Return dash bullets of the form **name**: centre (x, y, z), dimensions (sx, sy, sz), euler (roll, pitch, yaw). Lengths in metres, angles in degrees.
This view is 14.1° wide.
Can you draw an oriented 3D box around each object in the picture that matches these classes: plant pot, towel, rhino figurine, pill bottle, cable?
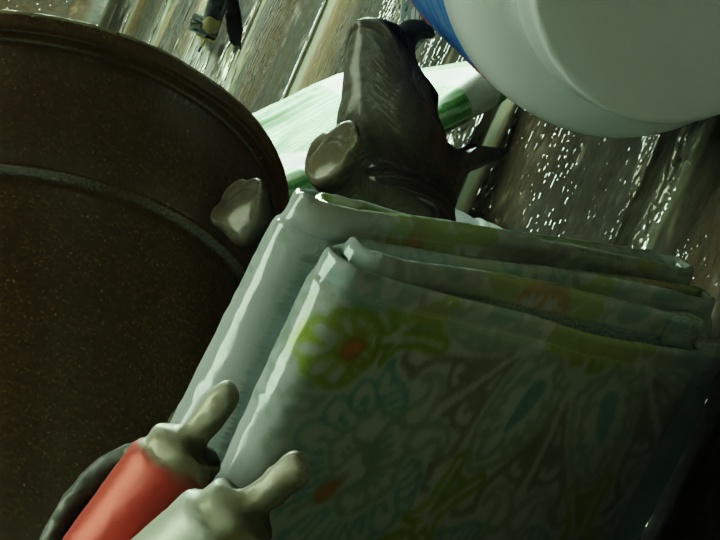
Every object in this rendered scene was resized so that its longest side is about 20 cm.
- **plant pot**: centre (-0.117, 0.062, 0.878), dimensions (0.200, 0.199, 0.199), euler (127, 147, -49)
- **towel**: centre (0.003, 0.078, 0.778), dimensions (0.048, 0.171, 0.201), euler (35, 106, 39)
- **rhino figurine**: centre (0.000, 0.000, 0.872), dimensions (0.060, 0.087, 0.201), euler (-15, 44, 32)
- **towel**: centre (-0.049, -0.042, 1.170), dimensions (0.152, 0.199, 0.024), euler (3, 114, 63)
- **pill bottle**: centre (0.073, -0.102, 0.897), dimensions (0.200, 0.112, 0.113), euler (-117, 50, -76)
- **cable**: centre (-0.086, 0.106, 0.669), dimensions (0.200, 0.050, 0.097), euler (-41, 45, 3)

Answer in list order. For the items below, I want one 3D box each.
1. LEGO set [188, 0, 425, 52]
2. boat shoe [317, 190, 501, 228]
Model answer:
- **LEGO set**: centre (0.016, -0.155, 1.106), dimensions (0.116, 0.199, 0.155), euler (133, 136, -62)
- **boat shoe**: centre (0.008, -0.001, 1.114), dimensions (0.202, 0.064, 0.075), euler (-118, 52, -75)
